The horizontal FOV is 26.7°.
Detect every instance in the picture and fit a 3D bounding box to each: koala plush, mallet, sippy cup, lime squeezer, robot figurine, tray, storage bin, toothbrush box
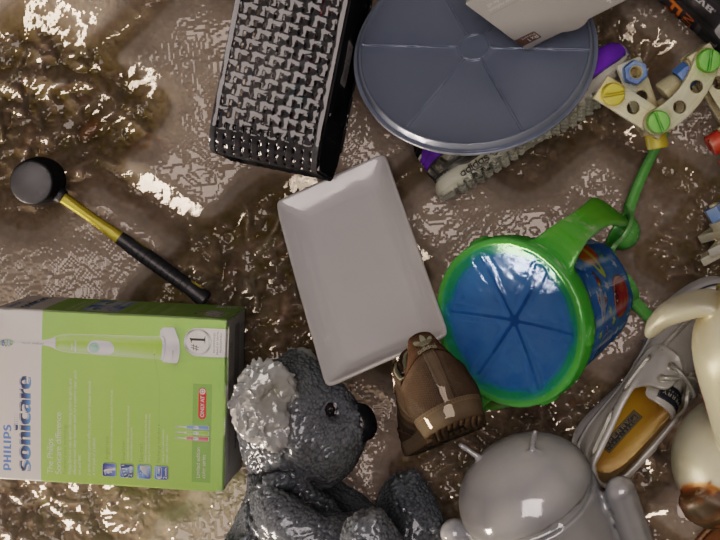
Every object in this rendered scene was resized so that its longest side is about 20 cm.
[{"bbox_3d":[-0.048,0.161,1.237,0.183,0.177,0.201,-13,92,15],"label":"koala plush"},{"bbox_3d":[-0.215,-0.032,1.303,0.200,0.066,0.041,36,95,4],"label":"mallet"},{"bbox_3d":[0.151,0.029,1.223,0.177,0.130,0.140,-20,88,37],"label":"sippy cup"},{"bbox_3d":[0.236,-0.016,1.273,0.070,0.038,0.201,-5,88,5],"label":"lime squeezer"},{"bbox_3d":[0.151,0.213,1.223,0.169,0.113,0.201,-20,112,21],"label":"robot figurine"},{"bbox_3d":[0.000,0.000,1.258,0.107,0.022,0.201,-24,52,9],"label":"tray"},{"bbox_3d":[-0.052,-0.183,1.252,0.093,0.135,0.201,11,90,6],"label":"storage bin"},{"bbox_3d":[-0.202,0.102,1.283,0.199,0.086,0.147,2,96,5],"label":"toothbrush box"}]

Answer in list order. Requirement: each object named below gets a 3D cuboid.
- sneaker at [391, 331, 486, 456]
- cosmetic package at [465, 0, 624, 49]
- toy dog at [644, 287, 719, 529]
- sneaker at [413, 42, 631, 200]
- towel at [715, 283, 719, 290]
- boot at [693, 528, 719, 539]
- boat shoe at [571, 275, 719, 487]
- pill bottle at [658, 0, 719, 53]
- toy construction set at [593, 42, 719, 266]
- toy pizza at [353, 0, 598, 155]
[{"bbox_3d":[0.059,0.096,1.192,0.070,0.200,0.076,-19,79,-8],"label":"sneaker"},{"bbox_3d":[0.146,-0.290,1.203,0.107,0.090,0.201,-25,49,38],"label":"cosmetic package"},{"bbox_3d":[0.299,0.111,1.139,0.193,0.140,0.201,7,132,-3],"label":"toy dog"},{"bbox_3d":[0.127,-0.151,1.270,0.200,0.070,0.100,-32,80,2],"label":"sneaker"},{"bbox_3d":[0.355,0.097,1.214,0.143,0.023,0.201,-2,120,16],"label":"towel"},{"bbox_3d":[0.363,0.226,1.199,0.199,0.155,0.077,-8,89,5],"label":"boot"},{"bbox_3d":[0.249,0.095,1.241,0.071,0.070,0.200,37,99,-13],"label":"boat shoe"},{"bbox_3d":[0.298,-0.243,1.234,0.200,0.106,0.106,42,93,5],"label":"pill bottle"},{"bbox_3d":[0.286,-0.098,1.216,0.131,0.092,0.201,-32,108,2],"label":"toy construction set"},{"bbox_3d":[0.094,-0.174,1.237,0.199,0.032,0.201,-4,60,7],"label":"toy pizza"}]
